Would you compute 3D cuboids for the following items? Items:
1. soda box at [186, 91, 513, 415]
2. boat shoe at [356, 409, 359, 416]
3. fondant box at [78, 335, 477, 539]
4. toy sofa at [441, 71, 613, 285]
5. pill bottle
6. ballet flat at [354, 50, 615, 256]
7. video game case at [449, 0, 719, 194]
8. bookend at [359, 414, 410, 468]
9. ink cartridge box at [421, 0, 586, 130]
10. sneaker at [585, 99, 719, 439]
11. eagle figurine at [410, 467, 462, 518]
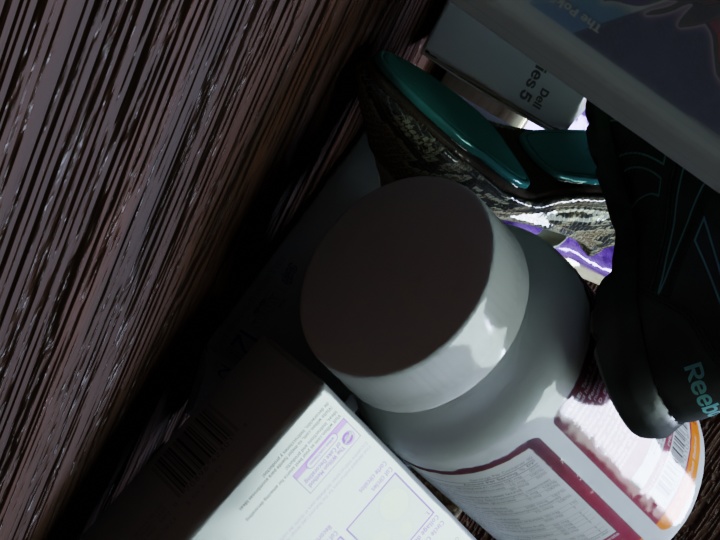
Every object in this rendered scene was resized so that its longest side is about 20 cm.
[{"bbox_3d":[0.000,0.000,0.953,0.201,0.068,0.064,-56,173,-35],"label":"soda box"},{"bbox_3d":[-0.054,0.137,1.096,0.066,0.070,0.201,1,122,-37],"label":"boat shoe"},{"bbox_3d":[-0.021,0.147,0.862,0.144,0.200,0.058,-47,-145,-7],"label":"fondant box"},{"bbox_3d":[0.124,-0.051,1.142,0.199,0.098,0.083,20,108,-48],"label":"toy sofa"},{"bbox_3d":[0.063,0.048,0.874,0.110,0.109,0.200,-57,137,-11],"label":"pill bottle"},{"bbox_3d":[0.057,-0.037,0.906,0.199,0.068,0.075,13,123,-45],"label":"ballet flat"},{"bbox_3d":[0.131,-0.133,0.760,0.183,0.199,0.023,-56,-178,-23],"label":"video game case"},{"bbox_3d":[0.033,0.023,1.204,0.201,0.092,0.199,-60,173,-2],"label":"bookend"},{"bbox_3d":[0.117,-0.164,1.027,0.146,0.084,0.200,-61,174,18],"label":"ink cartridge box"},{"bbox_3d":[0.143,-0.021,0.860,0.075,0.079,0.202,46,36,-43],"label":"sneaker"},{"bbox_3d":[0.020,0.145,1.036,0.152,0.149,0.202,-78,166,-67],"label":"eagle figurine"}]
